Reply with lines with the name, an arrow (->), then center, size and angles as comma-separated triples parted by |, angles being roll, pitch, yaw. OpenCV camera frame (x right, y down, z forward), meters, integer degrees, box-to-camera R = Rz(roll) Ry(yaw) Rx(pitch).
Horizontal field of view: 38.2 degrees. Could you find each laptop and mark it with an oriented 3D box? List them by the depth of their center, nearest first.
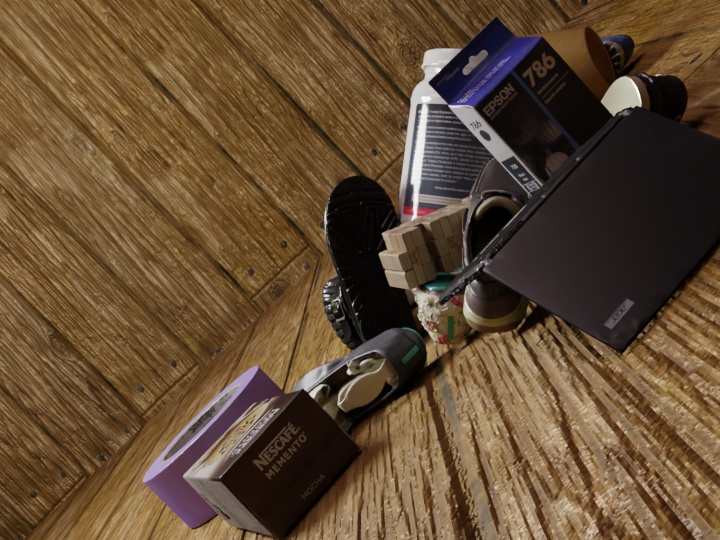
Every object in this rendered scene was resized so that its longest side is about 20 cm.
laptop -> 0.169, -0.023, 0.762 | 0.177, 0.103, 0.200 | -45, -2, -15

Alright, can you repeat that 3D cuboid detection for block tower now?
block tower -> 0.117, -0.044, 1.012 | 0.200, 0.054, 0.058 | -24, 11, -17

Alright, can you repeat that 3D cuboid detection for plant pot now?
plant pot -> 0.248, -0.257, 1.463 | 0.200, 0.187, 0.186 | -24, 16, 31

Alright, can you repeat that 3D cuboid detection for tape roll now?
tape roll -> -0.171, 0.218, 1.299 | 0.200, 0.085, 0.200 | -42, 7, 6

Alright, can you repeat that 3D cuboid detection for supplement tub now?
supplement tub -> 0.118, -0.130, 1.132 | 0.140, 0.140, 0.201 | -132, 49, -84

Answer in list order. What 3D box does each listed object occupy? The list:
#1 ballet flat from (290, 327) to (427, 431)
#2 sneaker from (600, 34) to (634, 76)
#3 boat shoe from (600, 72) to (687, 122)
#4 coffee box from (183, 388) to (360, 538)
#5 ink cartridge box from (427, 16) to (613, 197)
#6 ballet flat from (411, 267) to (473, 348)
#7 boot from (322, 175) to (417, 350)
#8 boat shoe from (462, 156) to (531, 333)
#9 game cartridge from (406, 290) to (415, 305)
ballet flat -> -0.017, 0.122, 1.030 | 0.200, 0.073, 0.073 | -37, 9, 35
sneaker -> 0.339, -0.295, 1.575 | 0.089, 0.079, 0.200 | -35, 6, -36
boat shoe -> 0.246, -0.124, 1.024 | 0.063, 0.074, 0.201 | -8, -21, -23
coffee box -> -0.092, 0.187, 1.010 | 0.113, 0.080, 0.200 | -45, 6, -21
ink cartridge box -> 0.162, -0.127, 0.915 | 0.099, 0.200, 0.039 | -47, 6, -16
ballet flat -> 0.081, 0.027, 1.043 | 0.075, 0.064, 0.200 | -3, 12, 7
boot -> -0.002, 0.001, 1.182 | 0.079, 0.212, 0.158 | -11, 4, -10
boat shoe -> 0.125, -0.038, 0.914 | 0.066, 0.072, 0.201 | 84, -165, -48
game cartridge -> 0.069, 0.006, 1.405 | 0.133, 0.040, 0.200 | -48, 7, -8
